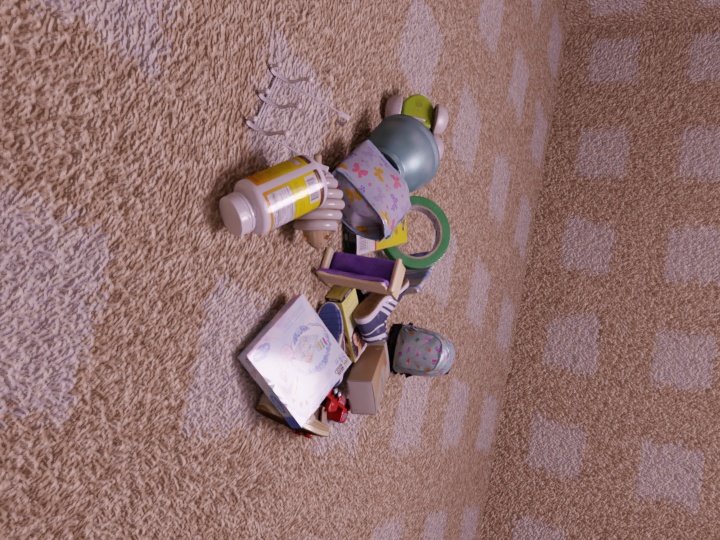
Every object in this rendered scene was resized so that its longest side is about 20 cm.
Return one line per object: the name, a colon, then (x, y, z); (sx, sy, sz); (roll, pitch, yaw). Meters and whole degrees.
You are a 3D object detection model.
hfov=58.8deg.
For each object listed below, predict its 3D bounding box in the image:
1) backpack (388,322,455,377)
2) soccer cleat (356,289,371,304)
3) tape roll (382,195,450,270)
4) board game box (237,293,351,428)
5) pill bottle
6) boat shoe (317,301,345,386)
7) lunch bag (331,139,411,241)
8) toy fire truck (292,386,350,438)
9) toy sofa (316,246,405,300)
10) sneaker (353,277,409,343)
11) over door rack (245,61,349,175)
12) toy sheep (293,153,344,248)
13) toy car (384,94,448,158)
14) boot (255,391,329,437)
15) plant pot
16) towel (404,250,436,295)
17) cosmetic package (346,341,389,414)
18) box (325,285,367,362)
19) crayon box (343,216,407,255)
backpack: (0.178, 0.247, 1.900); (0.126, 0.197, 0.170); (15, 84, -61)
soccer cleat: (0.028, 0.092, 1.725); (0.084, 0.064, 0.202); (-56, 141, -40)
tape roll: (0.152, -0.104, 1.787); (0.048, 0.197, 0.204); (153, -50, -77)
board game box: (-0.135, 0.191, 1.364); (0.200, 0.043, 0.200); (56, 49, -18)
pill bottle: (-0.167, -0.140, 1.225); (0.199, 0.109, 0.111); (-30, 124, -32)
boat shoe: (-0.072, 0.177, 1.562); (0.072, 0.071, 0.204); (-10, 101, -80)
lunch bag: (0.018, -0.176, 1.515); (0.200, 0.127, 0.170); (44, 45, -7)
toy fire truck: (-0.093, 0.356, 1.574); (0.200, 0.048, 0.143); (53, 51, -54)
toy sofa: (0.000, 0.000, 1.511); (0.098, 0.197, 0.084); (51, 53, -60)
sneaker: (0.062, 0.106, 1.662); (0.199, 0.069, 0.110); (-39, 128, -34)
over door rack: (-0.115, -0.306, 1.285); (0.199, 0.066, 0.150); (32, 66, -26)
toy sheep: (-0.095, -0.148, 1.378); (0.137, 0.136, 0.204); (-10, 97, -61)
toy car: (0.141, -0.377, 1.764); (0.150, 0.172, 0.204); (156, -57, -83)
boot: (-0.128, 0.275, 1.428); (0.199, 0.071, 0.157); (35, 61, -34)
plant pot: (0.084, -0.274, 1.616); (0.134, 0.198, 0.203); (-44, 134, -42)
towel: (0.141, 0.007, 1.838); (0.201, 0.145, 0.024); (-54, 126, -44)
cosmetic package: (0.024, 0.281, 1.698); (0.201, 0.070, 0.107); (-64, 149, -61)
box: (-0.034, 0.133, 1.634); (0.075, 0.049, 0.203); (-51, 138, -45)
crayon box: (0.042, -0.119, 1.667); (0.198, 0.050, 0.129); (-14, 109, -43)
